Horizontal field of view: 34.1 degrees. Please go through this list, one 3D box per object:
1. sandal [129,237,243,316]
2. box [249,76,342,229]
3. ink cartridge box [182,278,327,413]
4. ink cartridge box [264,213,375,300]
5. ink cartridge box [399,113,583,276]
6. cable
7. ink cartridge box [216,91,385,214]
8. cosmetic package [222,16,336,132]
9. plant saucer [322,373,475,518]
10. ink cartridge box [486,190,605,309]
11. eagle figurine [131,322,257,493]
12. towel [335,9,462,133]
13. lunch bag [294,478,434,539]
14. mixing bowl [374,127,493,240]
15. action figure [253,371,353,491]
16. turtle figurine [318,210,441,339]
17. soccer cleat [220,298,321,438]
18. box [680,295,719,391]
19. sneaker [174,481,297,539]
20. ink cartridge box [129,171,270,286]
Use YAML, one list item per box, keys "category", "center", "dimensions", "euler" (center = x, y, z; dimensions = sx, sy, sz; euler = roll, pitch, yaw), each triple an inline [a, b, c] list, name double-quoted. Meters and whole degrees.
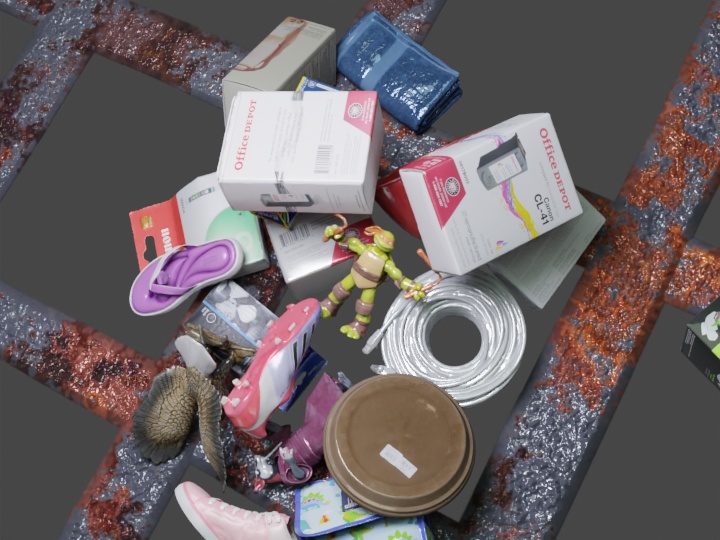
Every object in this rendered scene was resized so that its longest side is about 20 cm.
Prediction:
- category: "sandal"
  center: [-0.262, 0.000, 1.696]
  dimensions: [0.201, 0.050, 0.083]
  euler: [-26, 68, 20]
- category: "box"
  center: [-0.089, -0.165, 1.642]
  dimensions: [0.069, 0.064, 0.202]
  euler: [22, 75, 19]
- category: "ink cartridge box"
  center: [-0.151, 0.104, 1.677]
  dimensions: [0.199, 0.039, 0.100]
  euler: [36, 79, 19]
- category: "ink cartridge box"
  center: [-0.062, -0.080, 1.693]
  dimensions: [0.146, 0.086, 0.202]
  euler: [-21, 66, 2]
- category: "ink cartridge box"
  center: [0.169, -0.100, 1.515]
  dimensions: [0.198, 0.085, 0.149]
  euler: [-26, 103, -17]
- category: "cable"
  center: [0.128, 0.096, 1.611]
  dimensions: [0.199, 0.069, 0.201]
  euler: [30, 78, 18]
- category: "ink cartridge box"
  center: [-0.076, -0.156, 1.549]
  dimensions: [0.197, 0.085, 0.147]
  euler: [3, 62, 12]
- category: "cosmetic package"
  center: [-0.116, -0.278, 1.730]
  dimensions: [0.086, 0.104, 0.200]
  euler: [18, 43, 18]
- category: "plant saucer"
  center: [0.051, 0.216, 1.498]
  dimensions: [0.197, 0.030, 0.202]
  euler: [2, 57, -4]
- category: "ink cartridge box"
  center: [0.221, -0.071, 1.608]
  dimensions: [0.200, 0.057, 0.163]
  euler: [41, 80, -14]
- category: "eagle figurine"
  center: [-0.218, 0.185, 1.604]
  dimensions: [0.150, 0.152, 0.202]
  euler: [26, 81, -17]
- category: "towel"
  center: [0.052, -0.303, 1.781]
  dimensions: [0.200, 0.049, 0.112]
  euler: [42, 83, 21]
- category: "lunch bag"
  center: [0.010, 0.352, 1.516]
  dimensions: [0.168, 0.128, 0.202]
  euler: [-16, 57, 4]
- category: "mixing bowl"
  center: [0.118, -0.109, 1.640]
  dimensions: [0.198, 0.200, 0.109]
  euler: [-26, 97, 1]
- category: "action figure"
  center: [-0.068, 0.235, 1.599]
  dimensions: [0.200, 0.149, 0.134]
  euler: [-42, 37, 13]
- category: "turtle figurine"
  center: [0.000, 0.000, 1.588]
  dimensions: [0.199, 0.064, 0.162]
  euler: [32, 111, 2]
- category: "soccer cleat"
  center: [-0.107, 0.128, 1.566]
  dimensions: [0.066, 0.077, 0.201]
  euler: [4, 53, 52]
- category: "box"
  center: [0.534, 0.111, 1.499]
  dimensions: [0.148, 0.124, 0.200]
  euler: [-40, 69, -4]
- category: "sneaker"
  center: [-0.153, 0.339, 1.570]
  dimensions: [0.105, 0.075, 0.200]
  euler: [-43, 76, -2]
- category: "ink cartridge box"
  center: [-0.245, -0.054, 1.747]
  dimensions: [0.198, 0.050, 0.163]
  euler: [-16, 68, 2]
